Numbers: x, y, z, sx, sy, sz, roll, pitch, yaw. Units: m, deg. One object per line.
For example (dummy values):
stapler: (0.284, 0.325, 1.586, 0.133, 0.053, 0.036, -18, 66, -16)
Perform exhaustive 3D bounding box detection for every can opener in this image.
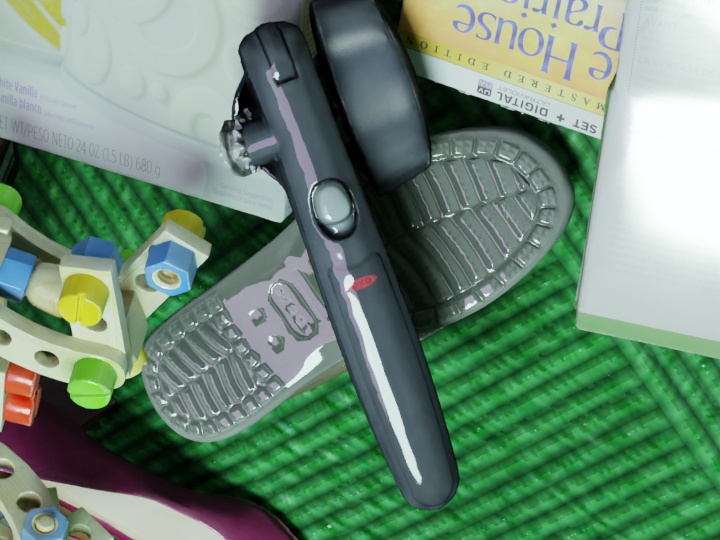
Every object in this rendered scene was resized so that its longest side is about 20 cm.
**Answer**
can opener: (-0.001, -0.003, 0.967, 0.078, 0.063, 0.201, -15, 97, 6)

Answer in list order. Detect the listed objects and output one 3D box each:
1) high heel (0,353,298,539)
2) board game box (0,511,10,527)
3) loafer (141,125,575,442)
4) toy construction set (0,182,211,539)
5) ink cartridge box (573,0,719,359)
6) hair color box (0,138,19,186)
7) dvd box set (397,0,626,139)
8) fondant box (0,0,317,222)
high heel: (-0.098, 0.124, 1.134, 0.200, 0.096, 0.067, 47, 126, 0)
board game box: (-0.176, 0.205, 1.212, 0.103, 0.105, 0.200, -34, 95, 36)
loafer: (0.000, 0.000, 1.042, 0.200, 0.070, 0.075, -28, 91, 20)
toy construction set: (-0.138, 0.049, 1.033, 0.131, 0.092, 0.201, 13, 124, 0)
ink cartridge box: (0.161, -0.058, 0.907, 0.145, 0.048, 0.201, 12, 119, 12)
hair color box: (-0.189, -0.090, 1.037, 0.060, 0.099, 0.200, 5, 133, 7)
dvd box set: (0.096, -0.146, 0.936, 0.146, 0.029, 0.201, 21, 122, 16)
fondant box: (-0.076, -0.135, 1.016, 0.144, 0.058, 0.201, 17, 120, 19)
